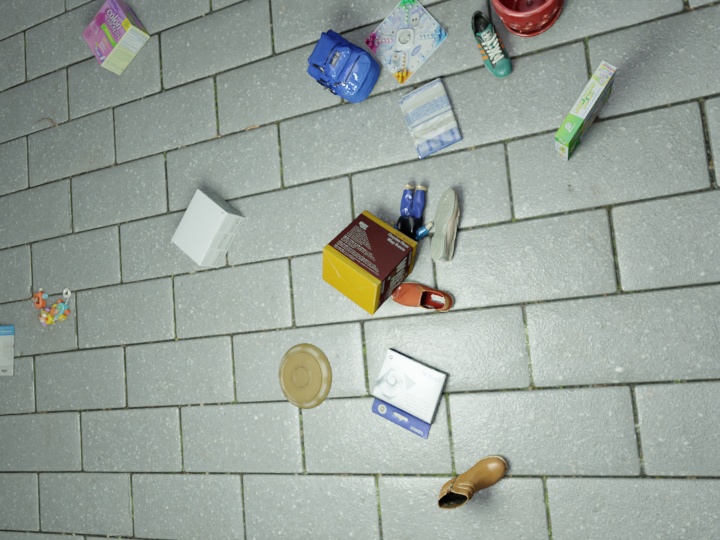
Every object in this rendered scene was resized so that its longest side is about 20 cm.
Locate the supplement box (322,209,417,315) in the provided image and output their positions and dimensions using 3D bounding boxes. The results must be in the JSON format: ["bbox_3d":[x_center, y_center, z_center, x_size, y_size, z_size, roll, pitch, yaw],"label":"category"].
[{"bbox_3d":[0.024,-0.026,1.573,0.195,0.135,0.200,33,55,20],"label":"supplement box"}]

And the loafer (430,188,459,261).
[{"bbox_3d":[0.250,-0.127,1.586,0.071,0.061,0.207,10,88,55],"label":"loafer"}]

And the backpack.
[{"bbox_3d":[-0.053,-0.611,1.678,0.198,0.167,0.165,37,107,16],"label":"backpack"}]

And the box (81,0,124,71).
[{"bbox_3d":[-0.929,-0.891,2.093,0.199,0.096,0.178,-41,73,14],"label":"box"}]

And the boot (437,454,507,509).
[{"bbox_3d":[0.295,0.565,1.466,0.196,0.154,0.079,-26,77,18],"label":"boot"}]

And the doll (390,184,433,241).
[{"bbox_3d":[0.152,-0.145,1.625,0.132,0.048,0.208,8,90,24],"label":"doll"}]

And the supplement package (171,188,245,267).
[{"bbox_3d":[-0.516,-0.141,1.870,0.154,0.110,0.204,35,99,20],"label":"supplement package"}]

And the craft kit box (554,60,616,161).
[{"bbox_3d":[0.562,-0.393,1.389,0.048,0.196,0.204,35,100,21],"label":"craft kit box"}]

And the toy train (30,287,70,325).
[{"bbox_3d":[-1.234,0.137,2.182,0.193,0.055,0.156,-8,84,22],"label":"toy train"}]

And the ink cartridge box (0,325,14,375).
[{"bbox_3d":[-1.494,0.332,2.272,0.111,0.067,0.208,-3,86,22],"label":"ink cartridge box"}]

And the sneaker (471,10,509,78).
[{"bbox_3d":[0.361,-0.634,1.549,0.070,0.079,0.205,-29,77,18],"label":"sneaker"}]

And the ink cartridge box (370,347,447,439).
[{"bbox_3d":[0.134,0.359,1.607,0.194,0.040,0.207,20,94,22],"label":"ink cartridge box"}]

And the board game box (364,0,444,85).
[{"bbox_3d":[0.134,-0.707,1.678,0.200,0.026,0.202,-43,73,15],"label":"board game box"}]

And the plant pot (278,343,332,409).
[{"bbox_3d":[-0.181,0.335,1.748,0.193,0.027,0.208,-2,85,22],"label":"plant pot"}]

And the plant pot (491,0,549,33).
[{"bbox_3d":[0.448,-0.735,1.464,0.194,0.182,0.209,-2,86,21],"label":"plant pot"}]

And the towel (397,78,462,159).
[{"bbox_3d":[0.205,-0.449,1.635,0.143,0.024,0.206,-22,81,18],"label":"towel"}]

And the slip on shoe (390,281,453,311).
[{"bbox_3d":[0.171,0.076,1.598,0.194,0.061,0.077,11,93,24],"label":"slip on shoe"}]
